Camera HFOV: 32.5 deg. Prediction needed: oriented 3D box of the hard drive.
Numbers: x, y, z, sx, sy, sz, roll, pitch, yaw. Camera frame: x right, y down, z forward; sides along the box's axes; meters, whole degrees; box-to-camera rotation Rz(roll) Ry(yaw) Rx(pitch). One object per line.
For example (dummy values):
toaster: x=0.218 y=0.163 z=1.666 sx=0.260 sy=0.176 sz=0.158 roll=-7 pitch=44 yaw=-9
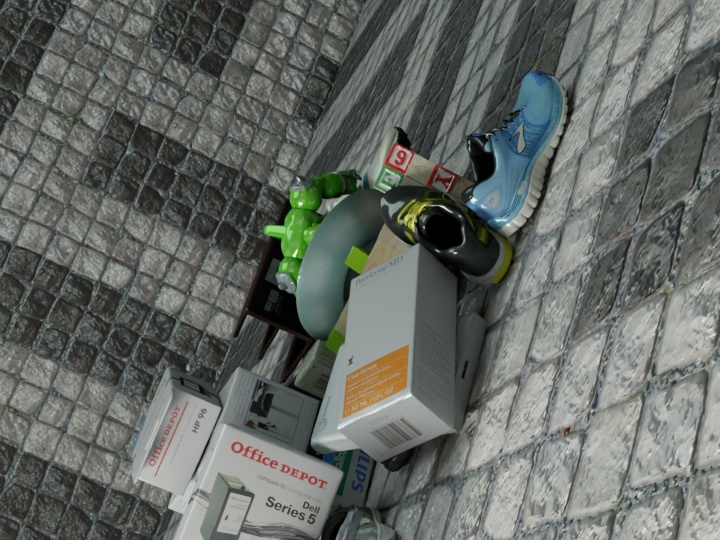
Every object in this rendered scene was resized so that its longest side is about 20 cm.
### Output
hard drive: x=0.038 y=0.122 z=1.320 sx=0.198 sy=0.027 sz=0.133 roll=-17 pitch=45 yaw=43

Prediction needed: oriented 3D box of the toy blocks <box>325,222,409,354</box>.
toy blocks: x=0.050 y=0.014 z=1.517 sx=0.136 sy=0.099 sz=0.202 roll=-7 pitch=-54 yaw=-62

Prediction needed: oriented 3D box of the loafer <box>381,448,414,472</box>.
loafer: x=0.043 y=0.124 z=1.396 sx=0.073 sy=0.071 sz=0.202 roll=-52 pitch=17 yaw=52

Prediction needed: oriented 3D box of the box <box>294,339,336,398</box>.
box: x=-0.023 y=0.071 z=1.668 sx=0.082 sy=0.068 sz=0.202 roll=-53 pitch=15 yaw=52

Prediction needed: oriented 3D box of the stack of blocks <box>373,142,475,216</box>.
stack of blocks: x=0.092 y=-0.097 z=1.527 sx=0.059 sy=0.114 sz=0.200 roll=-63 pitch=-8 yaw=4

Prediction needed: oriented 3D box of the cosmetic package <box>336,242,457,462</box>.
cosmetic package: x=0.040 y=0.082 z=1.267 sx=0.101 sy=0.071 sz=0.202 roll=-29 pitch=37 yaw=30

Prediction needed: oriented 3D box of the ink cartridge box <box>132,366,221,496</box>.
ink cartridge box: x=-0.221 y=0.194 z=1.480 sx=0.200 sy=0.067 sz=0.118 roll=-157 pitch=90 yaw=-79

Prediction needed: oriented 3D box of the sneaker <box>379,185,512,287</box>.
sneaker: x=0.082 y=-0.055 z=1.350 sx=0.199 sy=0.084 sz=0.075 roll=31 pitch=89 yaw=45

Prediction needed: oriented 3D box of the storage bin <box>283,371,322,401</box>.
storage bin: x=-0.106 y=0.235 z=1.736 sx=0.134 sy=0.146 sz=0.200 roll=-46 pitch=-2 yaw=21

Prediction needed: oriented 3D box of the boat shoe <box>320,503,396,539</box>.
boat shoe: x=-0.015 y=0.287 z=1.336 sx=0.075 sy=0.064 sz=0.202 roll=-66 pitch=9 yaw=-6

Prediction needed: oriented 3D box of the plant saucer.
plant saucer: x=0.000 y=0.000 z=1.545 sx=0.200 sy=0.038 sz=0.204 roll=-31 pitch=-47 yaw=-41

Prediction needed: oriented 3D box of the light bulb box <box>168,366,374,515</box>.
light bulb box: x=-0.107 y=0.245 z=1.528 sx=0.199 sy=0.198 sz=0.126 roll=-51 pitch=18 yaw=53

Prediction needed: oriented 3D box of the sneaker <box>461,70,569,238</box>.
sneaker: x=0.163 y=-0.140 z=1.335 sx=0.078 sy=0.089 sz=0.202 roll=-46 pitch=21 yaw=60

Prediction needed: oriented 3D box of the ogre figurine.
ogre figurine: x=-0.055 y=-0.035 z=1.569 sx=0.098 sy=0.119 sz=0.203 roll=29 pitch=99 yaw=38

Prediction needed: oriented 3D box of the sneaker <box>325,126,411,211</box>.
sneaker: x=0.000 y=-0.100 z=1.648 sx=0.070 sy=0.092 sz=0.203 roll=4 pitch=-77 yaw=-68

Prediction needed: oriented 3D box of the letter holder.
letter holder: x=-0.104 y=0.033 z=1.708 sx=0.143 sy=0.099 sz=0.202 roll=123 pitch=168 yaw=-50

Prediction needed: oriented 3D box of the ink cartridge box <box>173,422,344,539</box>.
ink cartridge box: x=-0.121 y=0.283 z=1.340 sx=0.084 sy=0.144 sz=0.203 roll=145 pitch=146 yaw=-79
